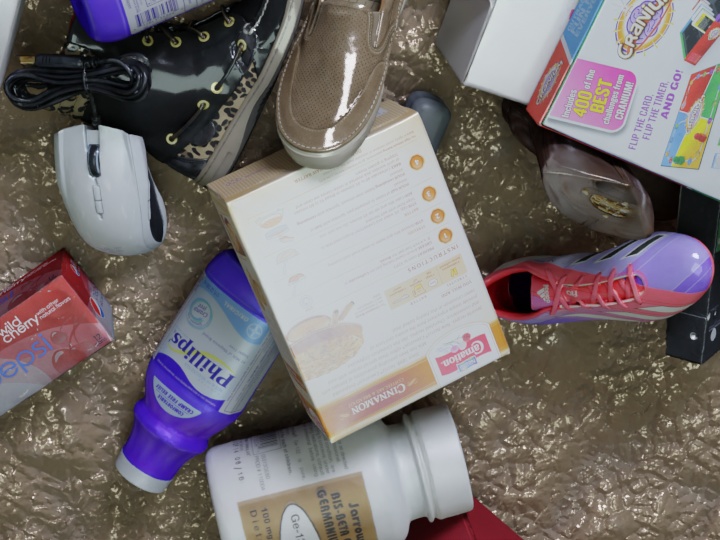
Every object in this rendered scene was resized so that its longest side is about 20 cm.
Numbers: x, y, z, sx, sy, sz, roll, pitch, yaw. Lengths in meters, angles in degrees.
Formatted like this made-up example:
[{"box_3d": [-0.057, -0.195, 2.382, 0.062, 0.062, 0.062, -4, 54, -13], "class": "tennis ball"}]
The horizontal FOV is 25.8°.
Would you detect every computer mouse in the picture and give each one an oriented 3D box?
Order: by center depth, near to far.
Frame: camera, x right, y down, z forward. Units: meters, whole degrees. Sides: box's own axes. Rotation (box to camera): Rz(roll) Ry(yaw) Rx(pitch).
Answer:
[{"box_3d": [-0.187, -0.073, 1.145, 0.109, 0.044, 0.200, 0, 136, 10], "class": "computer mouse"}]

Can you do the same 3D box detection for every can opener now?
[{"box_3d": [0.008, -0.047, 1.219, 0.066, 0.053, 0.200, 24, 105, -15], "class": "can opener"}]

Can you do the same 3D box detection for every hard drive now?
[{"box_3d": [0.286, -0.042, 1.221, 0.038, 0.140, 0.201, 15, 115, 31], "class": "hard drive"}]

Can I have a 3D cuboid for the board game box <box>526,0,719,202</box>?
[{"box_3d": [0.237, -0.136, 1.087, 0.199, 0.040, 0.153, 22, 106, -16], "class": "board game box"}]

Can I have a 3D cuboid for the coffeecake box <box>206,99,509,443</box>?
[{"box_3d": [0.000, 0.000, 1.157, 0.153, 0.073, 0.201, -26, 109, -10], "class": "coffeecake box"}]

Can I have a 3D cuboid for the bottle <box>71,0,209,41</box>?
[{"box_3d": [-0.105, -0.227, 1.066, 0.200, 0.065, 0.084, -26, 133, -12], "class": "bottle"}]

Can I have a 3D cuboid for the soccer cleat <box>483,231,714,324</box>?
[{"box_3d": [0.174, 0.012, 1.195, 0.076, 0.200, 0.067, -14, 95, -43], "class": "soccer cleat"}]

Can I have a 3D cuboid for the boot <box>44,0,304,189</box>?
[{"box_3d": [-0.133, -0.171, 1.147, 0.150, 0.073, 0.200, 21, 111, -14], "class": "boot"}]

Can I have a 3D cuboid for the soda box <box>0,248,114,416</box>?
[{"box_3d": [-0.289, 0.071, 1.216, 0.200, 0.063, 0.070, -34, 112, 4], "class": "soda box"}]

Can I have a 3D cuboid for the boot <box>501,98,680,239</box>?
[{"box_3d": [0.194, -0.059, 1.160, 0.186, 0.200, 0.064, 25, 105, -16], "class": "boot"}]

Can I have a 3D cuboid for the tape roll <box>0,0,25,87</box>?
[{"box_3d": [-0.286, -0.214, 1.039, 0.139, 0.203, 0.203, 15, 107, -12], "class": "tape roll"}]

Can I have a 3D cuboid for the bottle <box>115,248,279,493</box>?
[{"box_3d": [-0.124, 0.082, 1.235, 0.083, 0.065, 0.200, 37, 104, 15], "class": "bottle"}]

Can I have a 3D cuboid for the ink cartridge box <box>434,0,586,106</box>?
[{"box_3d": [0.151, -0.186, 1.147, 0.199, 0.129, 0.126, 16, 108, -13], "class": "ink cartridge box"}]

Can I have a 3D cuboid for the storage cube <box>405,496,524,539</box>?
[{"box_3d": [0.091, 0.318, 1.297, 0.200, 0.180, 0.171, 41, 100, -20], "class": "storage cube"}]

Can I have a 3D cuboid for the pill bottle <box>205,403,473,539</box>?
[{"box_3d": [-0.016, 0.174, 1.263, 0.199, 0.114, 0.115, -14, 111, -3], "class": "pill bottle"}]

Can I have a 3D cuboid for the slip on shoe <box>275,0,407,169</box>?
[{"box_3d": [-0.010, -0.166, 1.108, 0.076, 0.200, 0.061, 15, 154, 16], "class": "slip on shoe"}]
